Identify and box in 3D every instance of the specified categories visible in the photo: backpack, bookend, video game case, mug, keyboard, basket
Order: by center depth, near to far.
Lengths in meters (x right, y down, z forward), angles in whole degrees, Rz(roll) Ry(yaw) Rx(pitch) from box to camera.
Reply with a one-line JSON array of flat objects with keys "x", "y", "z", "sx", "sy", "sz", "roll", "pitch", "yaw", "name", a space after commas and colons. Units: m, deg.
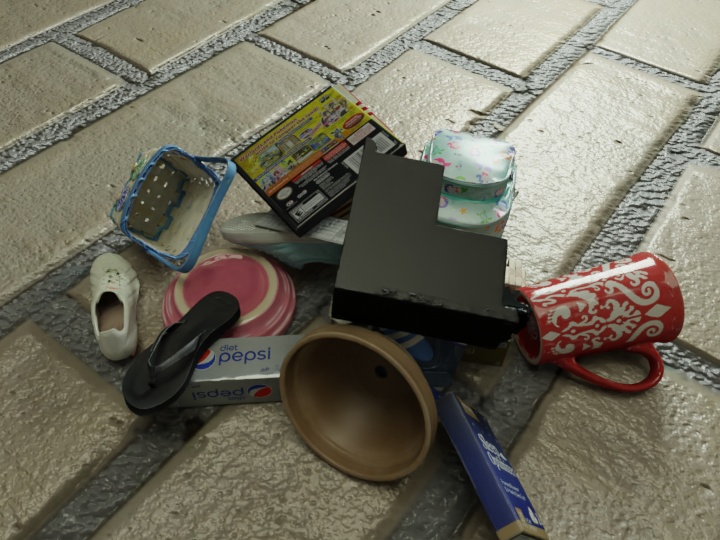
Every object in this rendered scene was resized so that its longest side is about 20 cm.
[{"x": 0.080, "y": -0.032, "z": 0.703, "sx": 0.197, "sy": 0.092, "sz": 0.201, "roll": 10, "pitch": 65, "yaw": 0, "name": "bookend"}, {"x": 0.328, "y": 0.073, "z": 0.832, "sx": 0.199, "sy": 0.134, "sz": 0.178, "roll": -11, "pitch": 49, "yaw": -7, "name": "mug"}, {"x": -0.058, "y": -0.061, "z": 0.852, "sx": 0.199, "sy": 0.011, "sz": 0.056, "roll": 14, "pitch": 35, "yaw": 28, "name": "keyboard"}, {"x": -0.064, "y": -0.165, "z": 0.872, "sx": 0.200, "sy": 0.026, "sz": 0.181, "roll": -39, "pitch": 60, "yaw": -10, "name": "video game case"}, {"x": -0.283, "y": -0.096, "z": 0.913, "sx": 0.199, "sy": 0.139, "sz": 0.177, "roll": 16, "pitch": 79, "yaw": 36, "name": "basket"}, {"x": 0.168, "y": -0.128, "z": 0.991, "sx": 0.176, "sy": 0.151, "sz": 0.201, "roll": 14, "pitch": 55, "yaw": 8, "name": "backpack"}]

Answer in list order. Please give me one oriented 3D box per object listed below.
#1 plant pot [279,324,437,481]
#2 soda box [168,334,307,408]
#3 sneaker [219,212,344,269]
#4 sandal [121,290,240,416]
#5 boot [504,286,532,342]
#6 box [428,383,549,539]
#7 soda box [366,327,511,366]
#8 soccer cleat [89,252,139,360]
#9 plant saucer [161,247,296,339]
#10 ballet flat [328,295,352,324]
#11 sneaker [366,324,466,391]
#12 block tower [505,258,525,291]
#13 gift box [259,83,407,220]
[{"x": 0.009, "y": 0.144, "z": 0.726, "sx": 0.200, "sy": 0.202, "sz": 0.093, "roll": 25, "pitch": 34, "yaw": 18, "name": "plant pot"}, {"x": -0.169, "y": 0.134, "z": 0.801, "sx": 0.199, "sy": 0.064, "sz": 0.069, "roll": -3, "pitch": 49, "yaw": -5, "name": "soda box"}, {"x": -0.116, "y": -0.037, "z": 0.910, "sx": 0.199, "sy": 0.082, "sz": 0.074, "roll": 5, "pitch": 30, "yaw": 12, "name": "sneaker"}, {"x": -0.231, "y": 0.093, "z": 0.764, "sx": 0.076, "sy": 0.043, "sz": 0.200, "roll": 19, "pitch": 50, "yaw": 16, "name": "sandal"}, {"x": 0.117, "y": 0.020, "z": 0.779, "sx": 0.197, "sy": 0.074, "sz": 0.163, "roll": 7, "pitch": 35, "yaw": -37, "name": "boot"}, {"x": 0.146, "y": 0.221, "z": 0.705, "sx": 0.032, "sy": 0.121, "sz": 0.201, "roll": -35, "pitch": 52, "yaw": 10, "name": "box"}, {"x": 0.110, "y": 0.080, "z": 0.859, "sx": 0.199, "sy": 0.064, "sz": 0.068, "roll": 8, "pitch": 50, "yaw": 4, "name": "soda box"}, {"x": -0.357, "y": 0.037, "z": 0.868, "sx": 0.069, "sy": 0.078, "sz": 0.201, "roll": -14, "pitch": 51, "yaw": -14, "name": "soccer cleat"}, {"x": -0.196, "y": 0.038, "z": 0.892, "sx": 0.199, "sy": 0.051, "sz": 0.201, "roll": 1, "pitch": 50, "yaw": -1, "name": "plant saucer"}, {"x": 0.000, "y": 0.000, "z": 0.918, "sx": 0.071, "sy": 0.072, "sz": 0.200, "roll": 22, "pitch": 49, "yaw": 16, "name": "ballet flat"}, {"x": 0.033, "y": 0.097, "z": 0.784, "sx": 0.199, "sy": 0.147, "sz": 0.081, "roll": 27, "pitch": 15, "yaw": -8, "name": "sneaker"}, {"x": 0.154, "y": 0.006, "z": 0.930, "sx": 0.199, "sy": 0.054, "sz": 0.058, "roll": 8, "pitch": 49, "yaw": 4, "name": "block tower"}, {"x": -0.032, "y": -0.172, "z": 0.998, "sx": 0.186, "sy": 0.200, "sz": 0.185, "roll": -34, "pitch": 61, "yaw": -9, "name": "gift box"}]
